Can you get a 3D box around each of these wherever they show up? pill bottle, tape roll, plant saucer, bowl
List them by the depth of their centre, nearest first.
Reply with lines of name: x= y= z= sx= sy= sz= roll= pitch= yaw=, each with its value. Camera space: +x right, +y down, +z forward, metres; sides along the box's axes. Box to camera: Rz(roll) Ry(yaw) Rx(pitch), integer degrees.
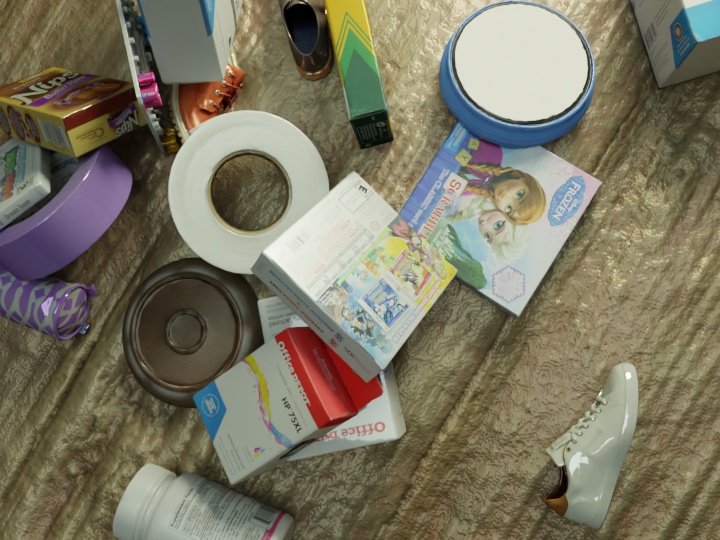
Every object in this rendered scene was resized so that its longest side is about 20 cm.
pill bottle: x=-0.191 y=0.319 z=0.918 sx=0.198 sy=0.113 sz=0.114 roll=20 pitch=86 yaw=9
tape roll: x=-0.142 y=-0.099 z=0.950 sx=0.200 sy=0.071 sz=0.205 roll=-1 pitch=96 yaw=-9
bowl: x=0.201 y=-0.255 z=0.951 sx=0.198 sy=0.039 sz=0.203 roll=0 pitch=71 yaw=-1
tape roll: x=-0.391 y=-0.086 z=0.955 sx=0.199 sy=0.066 sz=0.201 roll=-21 pitch=41 yaw=19
plant saucer: x=-0.227 y=0.081 z=0.992 sx=0.198 sy=0.032 sz=0.202 roll=-1 pitch=84 yaw=6

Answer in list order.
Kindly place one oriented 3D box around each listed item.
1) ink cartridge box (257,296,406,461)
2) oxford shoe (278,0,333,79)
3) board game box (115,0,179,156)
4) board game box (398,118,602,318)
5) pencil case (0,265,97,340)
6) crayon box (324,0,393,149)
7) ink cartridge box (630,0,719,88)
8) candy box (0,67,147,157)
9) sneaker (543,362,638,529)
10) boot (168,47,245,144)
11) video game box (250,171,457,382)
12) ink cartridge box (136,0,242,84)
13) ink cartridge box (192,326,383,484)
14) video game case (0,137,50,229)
ink cartridge box: x=-0.034 y=0.123 z=0.935 sx=0.143 sy=0.084 sz=0.202 roll=-13 pitch=82 yaw=7
oxford shoe: x=-0.078 y=-0.364 z=1.003 sx=0.071 sy=0.073 sz=0.202 roll=-16 pitch=81 yaw=5
board game box: x=-0.274 y=-0.272 z=0.955 sx=0.026 sy=0.200 sz=0.202 roll=-12 pitch=82 yaw=-8
board game box: x=0.169 y=-0.076 z=0.956 sx=0.199 sy=0.041 sz=0.201 roll=32 pitch=88 yaw=9
pencil case: x=-0.457 y=0.023 z=1.000 sx=0.198 sy=0.084 sz=0.086 roll=20 pitch=60 yaw=8
crayon box: x=-0.004 y=-0.273 z=0.957 sx=0.051 sy=0.126 sz=0.202 roll=-13 pitch=82 yaw=5
ink cartridge box: x=0.421 y=-0.357 z=0.906 sx=0.143 sy=0.147 sz=0.202 roll=-15 pitch=82 yaw=5
candy box: x=-0.382 y=-0.208 z=0.962 sx=0.199 sy=0.057 sz=0.117 roll=17 pitch=41 yaw=35
sneaker: x=0.273 y=0.201 z=0.896 sx=0.084 sy=0.073 sz=0.202 roll=17 pitch=87 yaw=6
boot: x=-0.202 y=-0.230 z=1.006 sx=0.106 sy=0.075 sz=0.202 roll=-13 pitch=81 yaw=0
video game box: x=0.000 y=0.000 z=0.870 sx=0.182 sy=0.047 sz=0.200 roll=43 pitch=46 yaw=1
ink cartridge box: x=-0.209 y=-0.356 z=0.941 sx=0.083 sy=0.146 sz=0.201 roll=-1 pitch=50 yaw=4
ink cartridge box: x=-0.084 y=0.143 z=0.854 sx=0.199 sy=0.067 sz=0.117 roll=-37 pitch=72 yaw=22
video game case: x=-0.477 y=-0.100 z=0.963 sx=0.181 sy=0.024 sz=0.200 roll=-35 pitch=40 yaw=3
